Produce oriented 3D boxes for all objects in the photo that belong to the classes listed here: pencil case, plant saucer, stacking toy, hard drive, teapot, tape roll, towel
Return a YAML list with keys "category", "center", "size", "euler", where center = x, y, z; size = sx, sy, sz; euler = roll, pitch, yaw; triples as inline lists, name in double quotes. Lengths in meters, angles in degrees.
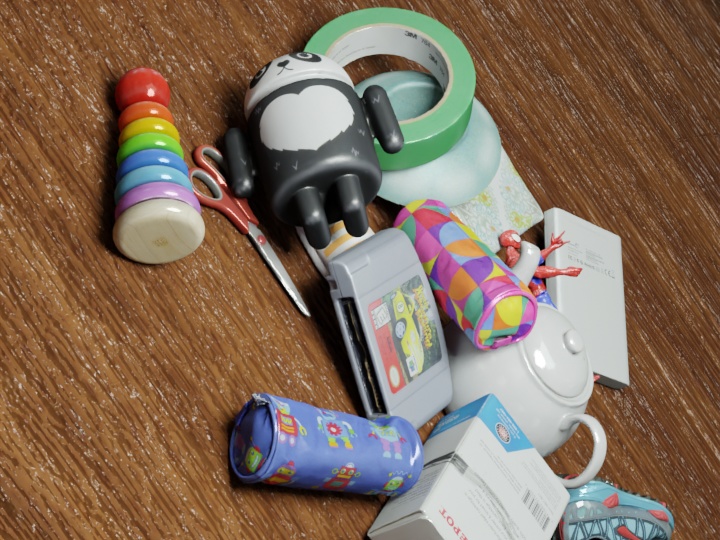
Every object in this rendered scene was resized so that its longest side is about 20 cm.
- category: "pencil case"
  center: [0.107, 0.003, 1.499]
  size: [0.088, 0.089, 0.200]
  euler: [16, 23, -39]
- category: "plant saucer"
  center: [0.069, -0.162, 1.603]
  size: [0.198, 0.039, 0.203]
  euler: [5, 56, -7]
- category: "stacking toy"
  center: [-0.199, -0.109, 1.340]
  size: [0.085, 0.085, 0.202]
  euler: [19, 46, -37]
- category: "hard drive"
  center: [0.282, 0.035, 1.753]
  size: [0.131, 0.026, 0.203]
  euler: [20, 61, -37]
- category: "teapot"
  center: [0.186, 0.110, 1.533]
  size: [0.200, 0.146, 0.198]
  euler: [45, 40, -15]
- category: "tape roll"
  center: [0.028, -0.205, 1.571]
  size: [0.197, 0.048, 0.203]
  euler: [1, 57, -2]
- category: "pencil case"
  center: [-0.034, 0.165, 1.321]
  size: [0.198, 0.078, 0.087]
  euler: [14, 36, -40]
- category: "towel"
  center: [0.128, -0.101, 1.696]
  size: [0.199, 0.048, 0.172]
  euler: [-32, 92, -51]

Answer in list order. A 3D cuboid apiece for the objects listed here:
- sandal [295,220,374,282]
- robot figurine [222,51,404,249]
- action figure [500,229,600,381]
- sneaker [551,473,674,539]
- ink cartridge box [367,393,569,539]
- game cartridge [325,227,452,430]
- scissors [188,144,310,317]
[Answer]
- category: "sandal"
  center: [0.005, -0.002, 1.486]
  size: [0.079, 0.059, 0.208]
  euler: [-23, 81, -50]
- category: "robot figurine"
  center: [-0.049, -0.127, 1.432]
  size: [0.149, 0.125, 0.202]
  euler: [3, 58, -35]
- category: "action figure"
  center: [0.237, 0.030, 1.647]
  size: [0.201, 0.098, 0.065]
  euler: [59, -4, 2]
- category: "sneaker"
  center: [0.276, 0.292, 1.578]
  size: [0.199, 0.079, 0.097]
  euler: [24, 73, -37]
- category: "ink cartridge box"
  center: [0.112, 0.245, 1.410]
  size: [0.146, 0.083, 0.200]
  euler: [53, 38, -10]
- category: "game cartridge"
  center: [0.035, 0.065, 1.444]
  size: [0.133, 0.040, 0.202]
  euler: [-33, 110, -55]
- category: "scissors"
  center: [-0.106, -0.044, 1.435]
  size: [0.200, 0.014, 0.073]
  euler: [46, 38, -10]
